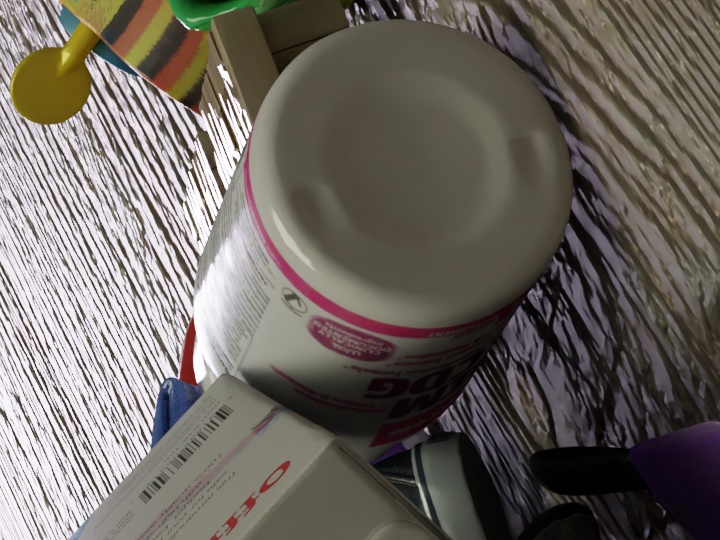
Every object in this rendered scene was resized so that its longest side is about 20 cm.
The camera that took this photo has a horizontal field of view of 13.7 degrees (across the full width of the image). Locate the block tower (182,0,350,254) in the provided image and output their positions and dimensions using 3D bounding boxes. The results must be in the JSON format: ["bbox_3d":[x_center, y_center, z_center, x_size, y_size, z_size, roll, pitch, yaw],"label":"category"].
[{"bbox_3d":[-0.033,-0.046,1.211,0.200,0.058,0.054,105,143,-70],"label":"block tower"}]

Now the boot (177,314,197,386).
[{"bbox_3d":[-0.065,0.102,1.291,0.144,0.072,0.200,19,-113,-68],"label":"boot"}]

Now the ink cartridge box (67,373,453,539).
[{"bbox_3d":[-0.027,0.143,1.002,0.146,0.147,0.200,44,175,-11],"label":"ink cartridge box"}]

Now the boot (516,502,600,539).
[{"bbox_3d":[0.092,0.131,1.033,0.200,0.070,0.132,97,150,-52],"label":"boot"}]

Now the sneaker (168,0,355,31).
[{"bbox_3d":[-0.034,-0.150,1.106,0.074,0.083,0.200,60,158,29],"label":"sneaker"}]

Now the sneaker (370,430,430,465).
[{"bbox_3d":[0.015,0.158,1.244,0.080,0.088,0.200,178,76,-71],"label":"sneaker"}]

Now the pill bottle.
[{"bbox_3d":[0.000,0.000,1.101,0.114,0.113,0.200,66,161,16],"label":"pill bottle"}]

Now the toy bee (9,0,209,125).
[{"bbox_3d":[-0.122,-0.127,1.298,0.200,0.109,0.131,17,87,42],"label":"toy bee"}]

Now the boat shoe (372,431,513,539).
[{"bbox_3d":[0.032,0.170,1.175,0.071,0.091,0.201,27,-138,-71],"label":"boat shoe"}]

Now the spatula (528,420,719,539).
[{"bbox_3d":[0.098,0.073,1.033,0.057,0.021,0.200,49,168,-10],"label":"spatula"}]

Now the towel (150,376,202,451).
[{"bbox_3d":[-0.040,0.130,1.240,0.200,0.024,0.147,29,-116,-64],"label":"towel"}]
